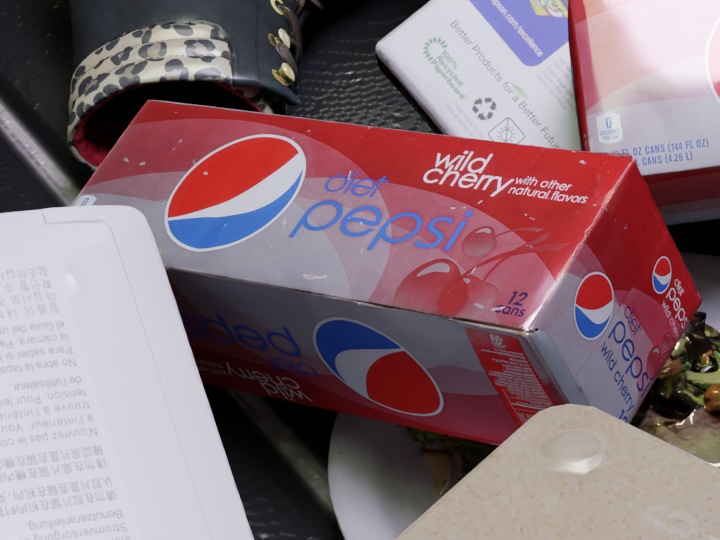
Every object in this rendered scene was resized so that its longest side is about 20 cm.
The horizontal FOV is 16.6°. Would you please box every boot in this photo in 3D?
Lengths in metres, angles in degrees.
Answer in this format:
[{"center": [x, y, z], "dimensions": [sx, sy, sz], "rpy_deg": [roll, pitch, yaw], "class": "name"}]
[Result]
[{"center": [-0.023, -0.103, 0.956], "dimensions": [0.202, 0.074, 0.154], "rpy_deg": [-4, 45, -5], "class": "boot"}]

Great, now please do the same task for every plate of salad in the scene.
[{"center": [0.088, 0.049, 0.767], "dimensions": [0.198, 0.048, 0.201], "rpy_deg": [-2, 38, 2], "class": "plate of salad"}]

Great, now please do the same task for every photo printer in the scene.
[{"center": [-0.108, 0.084, 0.670], "dimensions": [0.165, 0.070, 0.201], "rpy_deg": [-8, 61, -26], "class": "photo printer"}]

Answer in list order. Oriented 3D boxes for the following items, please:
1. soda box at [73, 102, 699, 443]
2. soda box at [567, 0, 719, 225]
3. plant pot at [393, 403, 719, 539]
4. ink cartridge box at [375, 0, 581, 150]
[{"center": [0.000, 0.000, 0.769], "dimensions": [0.199, 0.064, 0.070], "rpy_deg": [10, 54, 39], "class": "soda box"}, {"center": [0.169, -0.063, 0.808], "dimensions": [0.198, 0.063, 0.071], "rpy_deg": [-7, 75, 4], "class": "soda box"}, {"center": [0.059, 0.152, 0.537], "dimensions": [0.199, 0.178, 0.200], "rpy_deg": [26, 47, 33], "class": "plant pot"}, {"center": [0.111, -0.102, 0.872], "dimensions": [0.200, 0.037, 0.095], "rpy_deg": [-39, 76, -1], "class": "ink cartridge box"}]
